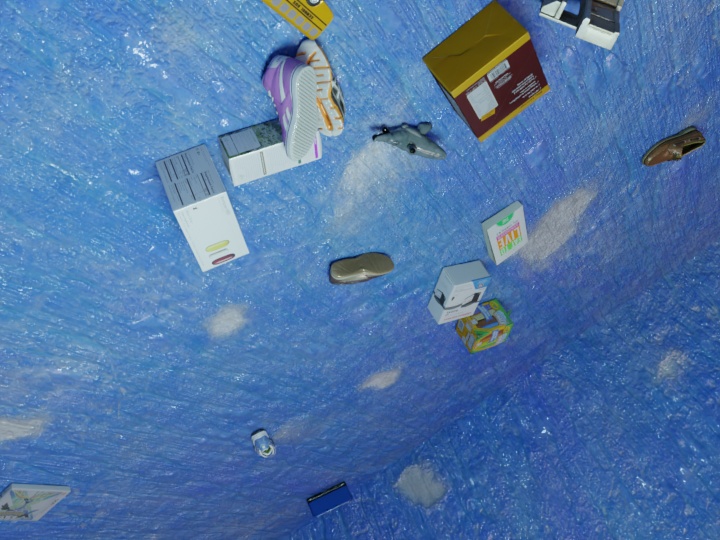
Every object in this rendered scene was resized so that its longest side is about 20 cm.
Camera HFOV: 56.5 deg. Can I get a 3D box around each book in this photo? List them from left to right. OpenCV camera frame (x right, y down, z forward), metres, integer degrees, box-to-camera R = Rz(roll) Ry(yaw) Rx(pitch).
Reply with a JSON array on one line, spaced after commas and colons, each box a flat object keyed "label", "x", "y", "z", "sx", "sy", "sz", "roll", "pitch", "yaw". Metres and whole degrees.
[{"label": "book", "x": 0.453, "y": -0.118, "z": 2.090, "sx": 0.133, "sy": 0.048, "sz": 0.200, "roll": -33, "pitch": 144, "yaw": -2}]

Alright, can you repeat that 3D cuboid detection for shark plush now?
[{"label": "shark plush", "x": 0.116, "y": -0.305, "z": 1.563, "sx": 0.200, "sy": 0.083, "sz": 0.091, "roll": 14, "pitch": 127, "yaw": -45}]

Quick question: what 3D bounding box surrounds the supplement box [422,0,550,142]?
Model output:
[{"label": "supplement box", "x": 0.280, "y": -0.432, "z": 1.475, "sx": 0.197, "sy": 0.133, "sz": 0.200, "roll": -37, "pitch": 145, "yaw": 10}]

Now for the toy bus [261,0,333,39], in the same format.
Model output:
[{"label": "toy bus", "x": -0.132, "y": -0.491, "z": 1.161, "sx": 0.078, "sy": 0.065, "sz": 0.200, "roll": -42, "pitch": 145, "yaw": 20}]

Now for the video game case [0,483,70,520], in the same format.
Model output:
[{"label": "video game case", "x": -1.047, "y": 0.726, "z": 2.092, "sx": 0.182, "sy": 0.022, "sz": 0.200, "roll": -41, "pitch": 144, "yaw": 16}]

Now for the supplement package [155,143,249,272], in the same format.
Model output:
[{"label": "supplement package", "x": -0.327, "y": -0.128, "z": 1.401, "sx": 0.110, "sy": 0.156, "sz": 0.200, "roll": -23, "pitch": 145, "yaw": -9}]

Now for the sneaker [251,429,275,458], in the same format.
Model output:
[{"label": "sneaker", "x": -0.352, "y": 0.658, "z": 2.463, "sx": 0.075, "sy": 0.077, "sz": 0.200, "roll": -26, "pitch": 147, "yaw": -8}]

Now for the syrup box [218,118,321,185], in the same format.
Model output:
[{"label": "syrup box", "x": -0.187, "y": -0.258, "z": 1.406, "sx": 0.199, "sy": 0.079, "sz": 0.082, "roll": -20, "pitch": 145, "yaw": -14}]

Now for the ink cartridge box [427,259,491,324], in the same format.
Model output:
[{"label": "ink cartridge box", "x": 0.321, "y": 0.072, "z": 2.197, "sx": 0.144, "sy": 0.084, "sz": 0.200, "roll": -13, "pitch": 143, "yaw": -24}]

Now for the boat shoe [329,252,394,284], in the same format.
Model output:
[{"label": "boat shoe", "x": 0.000, "y": 0.000, "z": 1.889, "sx": 0.199, "sy": 0.072, "sz": 0.065, "roll": -11, "pitch": 154, "yaw": -29}]

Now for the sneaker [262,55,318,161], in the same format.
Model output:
[{"label": "sneaker", "x": -0.143, "y": -0.323, "z": 1.322, "sx": 0.073, "sy": 0.114, "sz": 0.201, "roll": -29, "pitch": 139, "yaw": -42}]

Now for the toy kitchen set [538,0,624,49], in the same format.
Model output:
[{"label": "toy kitchen set", "x": 0.488, "y": -0.603, "z": 1.398, "sx": 0.163, "sy": 0.200, "sz": 0.181, "roll": 21, "pitch": 134, "yaw": 2}]

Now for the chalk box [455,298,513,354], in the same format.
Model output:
[{"label": "chalk box", "x": 0.466, "y": 0.196, "z": 2.426, "sx": 0.199, "sy": 0.124, "sz": 0.125, "roll": -17, "pitch": 144, "yaw": -17}]

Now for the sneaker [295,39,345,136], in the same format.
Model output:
[{"label": "sneaker", "x": -0.078, "y": -0.373, "z": 1.351, "sx": 0.078, "sy": 0.077, "sz": 0.201, "roll": 1, "pitch": 133, "yaw": 19}]

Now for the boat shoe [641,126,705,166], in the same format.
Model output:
[{"label": "boat shoe", "x": 0.992, "y": -0.382, "z": 2.117, "sx": 0.199, "sy": 0.068, "sz": 0.072, "roll": -31, "pitch": 147, "yaw": 4}]

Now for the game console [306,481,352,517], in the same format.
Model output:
[{"label": "game console", "x": -0.139, "y": 1.090, "z": 3.138, "sx": 0.199, "sy": 0.119, "sz": 0.171, "roll": -22, "pitch": 145, "yaw": -11}]
